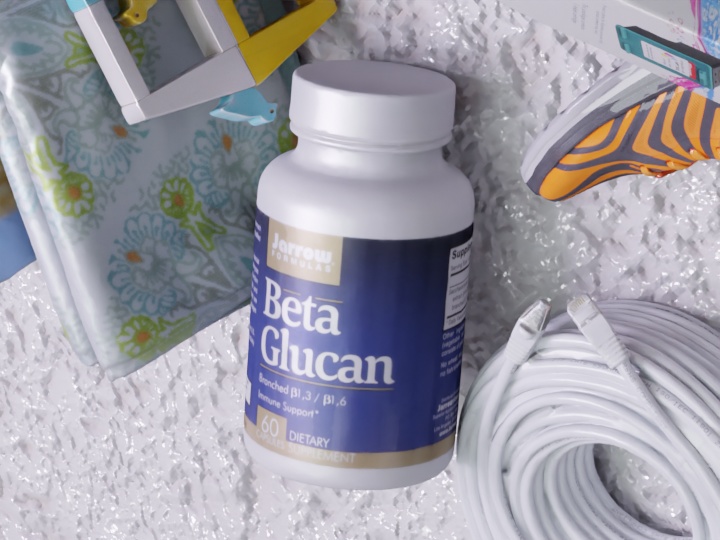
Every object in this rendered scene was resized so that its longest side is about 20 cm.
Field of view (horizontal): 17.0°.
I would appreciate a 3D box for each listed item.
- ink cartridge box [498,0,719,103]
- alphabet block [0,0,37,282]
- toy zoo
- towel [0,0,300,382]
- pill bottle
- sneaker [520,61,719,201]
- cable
[{"bbox_3d":[0.166,-0.129,0.982,0.199,0.116,0.067,25,168,10],"label":"ink cartridge box"},{"bbox_3d":[-0.236,-0.103,1.305,0.200,0.196,0.196,-10,107,43],"label":"alphabet block"},{"bbox_3d":[-0.092,-0.162,1.195,0.020,0.131,0.201,-11,109,57],"label":"toy zoo"},{"bbox_3d":[-0.099,-0.065,1.232,0.048,0.171,0.201,4,118,49],"label":"towel"},{"bbox_3d":[0.000,0.000,1.219,0.111,0.111,0.201,14,109,33],"label":"pill bottle"},{"bbox_3d":[0.162,-0.056,1.088,0.112,0.078,0.200,54,136,1],"label":"sneaker"},{"bbox_3d":[0.138,0.113,1.218,0.200,0.069,0.200,45,136,9],"label":"cable"}]
